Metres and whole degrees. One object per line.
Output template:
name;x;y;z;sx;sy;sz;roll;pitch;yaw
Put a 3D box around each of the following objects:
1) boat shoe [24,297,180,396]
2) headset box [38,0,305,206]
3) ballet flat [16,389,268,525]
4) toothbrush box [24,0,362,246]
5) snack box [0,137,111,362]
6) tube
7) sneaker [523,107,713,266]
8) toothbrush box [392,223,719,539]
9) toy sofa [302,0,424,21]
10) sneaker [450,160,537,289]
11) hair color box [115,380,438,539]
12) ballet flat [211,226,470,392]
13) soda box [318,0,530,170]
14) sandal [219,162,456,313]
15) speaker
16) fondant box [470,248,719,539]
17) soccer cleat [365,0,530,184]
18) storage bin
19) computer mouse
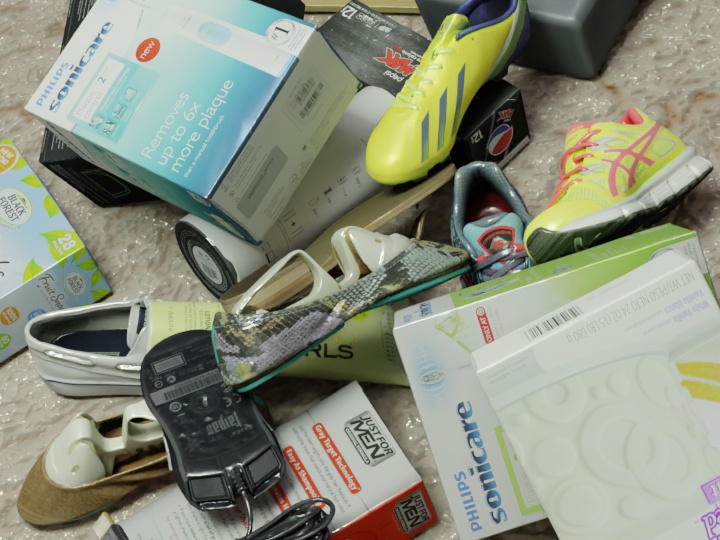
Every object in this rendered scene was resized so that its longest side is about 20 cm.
boat shoe;-0.157;0.055;1.071;0.199;0.066;0.074;-9;51;8
headset box;-0.148;-0.158;1.175;0.199;0.093;0.175;-6;66;25
ballet flat;-0.164;0.123;1.017;0.199;0.072;0.068;-18;54;3
toothbrush box;-0.124;-0.128;1.043;0.199;0.085;0.147;27;79;34
snack box;-0.331;0.004;1.165;0.199;0.068;0.169;-33;50;-12
tube;-0.057;0.049;1.032;0.199;0.058;0.052;2;6;-12
sneaker;0.167;-0.061;1.012;0.090;0.078;0.200;51;43;10
toothbrush box;0.135;0.070;0.913;0.199;0.086;0.146;-17;95;4
toy sofa;-0.018;-0.286;1.286;0.199;0.083;0.098;4;49;20
sneaker;0.097;0.005;1.015;0.079;0.096;0.201;-17;50;4
hair color box;-0.059;0.172;0.955;0.199;0.061;0.102;-30;50;-6
ballet flat;-0.015;0.009;0.955;0.200;0.072;0.072;-27;49;-23
soda box;0.043;-0.148;1.172;0.071;0.063;0.200;-43;52;-17
sandal;-0.003;0.000;1.036;0.211;0.070;0.078;-32;13;-27
speaker;-0.043;-0.060;1.103;0.200;0.081;0.081;-39;52;-23
fondant box;0.174;0.109;0.845;0.144;0.201;0.058;-28;7;4
soccer cleat;0.061;-0.148;1.067;0.064;0.084;0.200;22;59;30
storage bin;0.143;-0.254;1.186;0.199;0.146;0.135;16;69;27
computer mouse;-0.114;0.134;0.930;0.140;0.046;0.200;-25;52;-15
